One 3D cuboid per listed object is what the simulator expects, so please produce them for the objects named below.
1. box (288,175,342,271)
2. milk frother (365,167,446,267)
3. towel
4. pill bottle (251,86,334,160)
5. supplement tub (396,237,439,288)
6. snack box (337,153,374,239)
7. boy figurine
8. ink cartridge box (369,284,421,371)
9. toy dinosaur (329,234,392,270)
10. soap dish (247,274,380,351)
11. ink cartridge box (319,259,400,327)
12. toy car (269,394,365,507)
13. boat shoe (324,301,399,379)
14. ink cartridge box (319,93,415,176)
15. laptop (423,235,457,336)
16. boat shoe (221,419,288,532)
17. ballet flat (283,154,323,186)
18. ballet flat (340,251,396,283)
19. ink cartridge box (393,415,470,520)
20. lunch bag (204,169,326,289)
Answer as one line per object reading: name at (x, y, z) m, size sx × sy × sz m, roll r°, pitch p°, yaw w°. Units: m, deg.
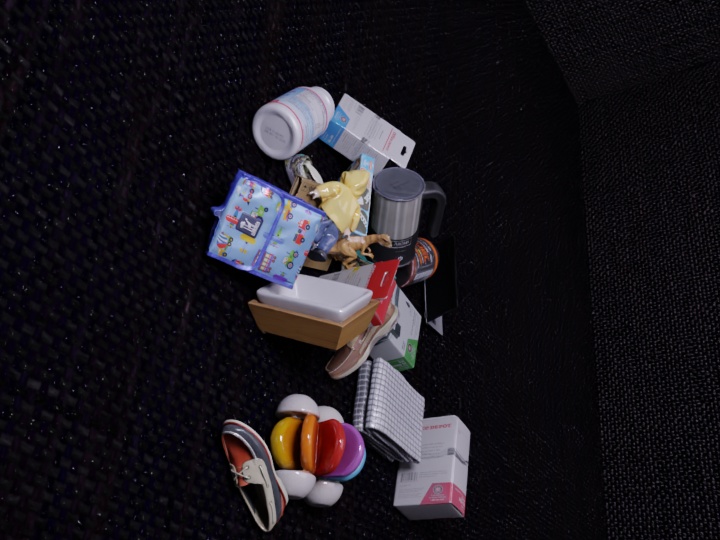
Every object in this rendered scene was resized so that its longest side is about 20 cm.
box at (-0.095, -0.088, 1.604) m, size 0.199 × 0.021 × 0.167 m, roll 12°, pitch 102°, yaw -59°
milk frother at (0.075, -0.149, 1.821) m, size 0.178 × 0.200 × 0.191 m, roll -23°, pitch 139°, yaw -29°
towel at (0.058, 0.305, 1.745) m, size 0.200 × 0.084 × 0.169 m, roll 45°, pitch 41°, yaw -42°
pill bottle at (-0.127, -0.303, 1.627) m, size 0.111 × 0.107 × 0.200 m, roll 67°, pitch 30°, yaw -16°
supplement tub at (0.122, -0.023, 1.961) m, size 0.199 × 0.105 × 0.110 m, roll -16°, pitch 93°, yaw -61°
snack box at (-0.020, -0.137, 1.744) m, size 0.036 × 0.116 × 0.204 m, roll 20°, pitch 56°, yaw -22°
boy figurine at (-0.051, -0.120, 1.559) m, size 0.124 × 0.064 × 0.203 m, roll 42°, pitch 67°, yaw -29°
ink cartridge box at (0.049, 0.108, 1.802) m, size 0.201 × 0.081 × 0.149 m, roll 50°, pitch 39°, yaw -38°
toy dinosaur at (-0.037, -0.046, 1.639) m, size 0.107 × 0.195 × 0.061 m, roll 95°, pitch -19°, yaw -53°
soap dish at (-0.084, 0.074, 1.485) m, size 0.157 × 0.195 × 0.083 m, roll -28°, pitch 126°, yaw -60°
ink cartridge box at (-0.005, 0.054, 1.608) m, size 0.068 × 0.196 × 0.118 m, roll 56°, pitch 37°, yaw -31°
toy car at (-0.065, 0.319, 1.450) m, size 0.199 × 0.147 × 0.179 m, roll 36°, pitch 49°, yaw -50°
boat shoe at (-0.007, 0.130, 1.645) m, size 0.201 × 0.075 × 0.072 m, roll -49°, pitch 118°, yaw -14°
ink cartridge box at (0.017, -0.292, 1.825) m, size 0.198 × 0.067 × 0.117 m, roll 33°, pitch 43°, yaw -8°
laptop at (0.221, 0.043, 2.076) m, size 0.200 × 0.113 × 0.192 m, roll 40°, pitch 46°, yaw -58°
boat shoe at (-0.179, 0.335, 1.331) m, size 0.063 × 0.070 × 0.204 m, roll -55°, pitch 130°, yaw -50°
ballet flat at (-0.096, -0.142, 1.661) m, size 0.072 × 0.071 × 0.205 m, roll -42°, pitch 116°, yaw -57°
ballet flat at (0.000, 0.000, 1.732) m, size 0.076 × 0.200 × 0.068 m, roll -50°, pitch 133°, yaw 0°
ink cartridge box at (0.162, 0.439, 1.809) m, size 0.083 × 0.144 × 0.204 m, roll 49°, pitch 40°, yaw -41°
lunch bag at (-0.181, -0.077, 1.424) m, size 0.198 × 0.093 × 0.153 m, roll 22°, pitch 95°, yaw -42°
